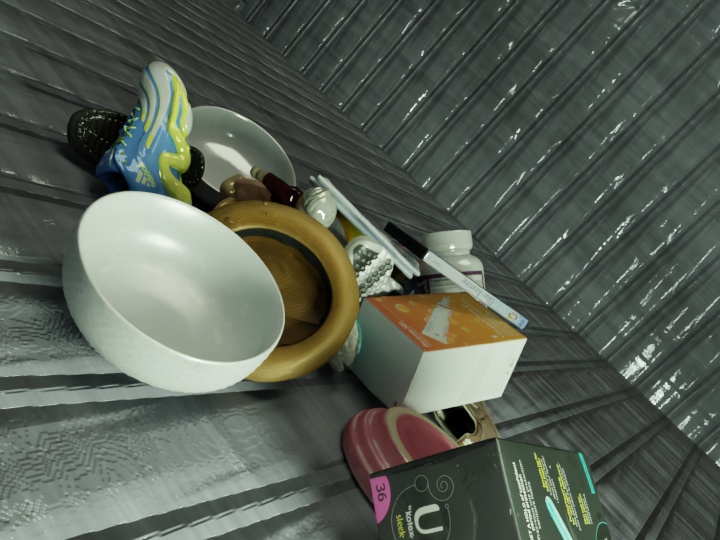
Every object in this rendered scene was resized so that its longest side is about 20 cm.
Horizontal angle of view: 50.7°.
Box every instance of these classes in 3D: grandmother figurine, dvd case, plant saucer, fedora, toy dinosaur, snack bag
[{"bbox_3d":[-0.098,-0.084,0.983,0.121,0.061,0.199,36,-15,-38],"label":"grandmother figurine"},{"bbox_3d":[0.131,0.007,1.052,0.199,0.018,0.143,33,5,-26],"label":"dvd case"},{"bbox_3d":[0.071,0.218,0.816,0.200,0.051,0.201,37,14,-11],"label":"plant saucer"},{"bbox_3d":[-0.102,0.027,0.796,0.200,0.201,0.082,41,-20,5],"label":"fedora"},{"bbox_3d":[0.091,0.015,1.301,0.181,0.200,0.106,-28,82,-41],"label":"toy dinosaur"},{"bbox_3d":[0.009,-0.063,1.055,0.188,0.021,0.200,43,4,-1],"label":"snack bag"}]

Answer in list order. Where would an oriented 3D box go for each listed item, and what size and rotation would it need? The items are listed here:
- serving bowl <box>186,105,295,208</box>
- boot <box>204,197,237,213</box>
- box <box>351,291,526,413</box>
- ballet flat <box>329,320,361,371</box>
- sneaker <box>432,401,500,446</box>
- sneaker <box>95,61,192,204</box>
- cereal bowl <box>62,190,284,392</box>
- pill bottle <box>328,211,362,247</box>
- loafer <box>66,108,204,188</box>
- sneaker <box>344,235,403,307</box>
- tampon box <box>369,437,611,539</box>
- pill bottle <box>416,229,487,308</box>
[{"bbox_3d":[-0.198,-0.151,1.140,0.199,0.066,0.202,27,39,-24],"label":"serving bowl"},{"bbox_3d":[-0.147,-0.012,0.939,0.144,0.071,0.201,50,7,-9],"label":"boot"},{"bbox_3d":[0.097,0.102,0.986,0.198,0.098,0.124,-2,31,-42],"label":"box"},{"bbox_3d":[-0.043,0.068,0.963,0.071,0.072,0.200,36,9,-15],"label":"ballet flat"},{"bbox_3d":[0.127,0.174,1.042,0.075,0.070,0.201,36,15,-40],"label":"sneaker"},{"bbox_3d":[-0.252,-0.150,0.883,0.104,0.075,0.203,-3,83,-51],"label":"sneaker"},{"bbox_3d":[-0.169,0.028,0.663,0.199,0.083,0.201,32,27,-19],"label":"cereal bowl"},{"bbox_3d":[-0.055,-0.039,1.139,0.109,0.110,0.200,44,14,15],"label":"pill bottle"},{"bbox_3d":[-0.292,-0.149,0.968,0.071,0.074,0.199,13,-5,37],"label":"loafer"},{"bbox_3d":[0.000,0.000,0.979,0.081,0.075,0.200,50,-7,21],"label":"sneaker"},{"bbox_3d":[0.120,0.236,0.640,0.199,0.125,0.152,23,50,-51],"label":"tampon box"},{"bbox_3d":[0.148,0.039,1.231,0.112,0.111,0.203,3,81,-67],"label":"pill bottle"}]
